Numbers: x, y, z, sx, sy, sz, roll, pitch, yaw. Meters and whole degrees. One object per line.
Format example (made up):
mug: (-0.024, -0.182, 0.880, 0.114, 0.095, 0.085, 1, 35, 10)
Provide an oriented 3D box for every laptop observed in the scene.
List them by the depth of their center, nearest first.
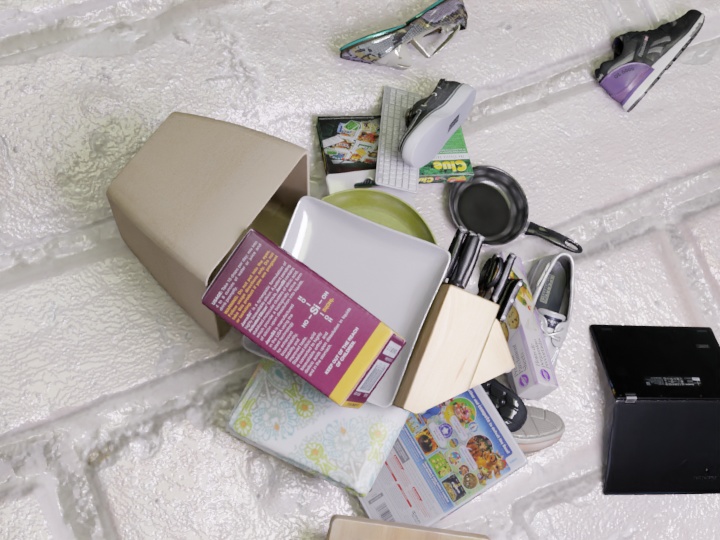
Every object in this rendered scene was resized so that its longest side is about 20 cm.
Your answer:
laptop: (0.404, 0.186, 1.561, 0.186, 0.116, 0.201, 2, 46, -14)

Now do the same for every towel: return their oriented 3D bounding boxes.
towel: (-0.044, 0.160, 1.401, 0.199, 0.048, 0.172, 23, 67, 15)

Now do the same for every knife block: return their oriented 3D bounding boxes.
knife block: (0.102, 0.052, 1.358, 0.199, 0.064, 0.176, -23, 96, -15)

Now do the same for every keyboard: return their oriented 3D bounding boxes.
keyboard: (0.052, -0.175, 1.519, 0.056, 0.011, 0.201, 9, 47, -4)

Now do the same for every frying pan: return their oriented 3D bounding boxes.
frying pan: (0.208, -0.083, 1.569, 0.189, 0.031, 0.116, 5, 72, -14)

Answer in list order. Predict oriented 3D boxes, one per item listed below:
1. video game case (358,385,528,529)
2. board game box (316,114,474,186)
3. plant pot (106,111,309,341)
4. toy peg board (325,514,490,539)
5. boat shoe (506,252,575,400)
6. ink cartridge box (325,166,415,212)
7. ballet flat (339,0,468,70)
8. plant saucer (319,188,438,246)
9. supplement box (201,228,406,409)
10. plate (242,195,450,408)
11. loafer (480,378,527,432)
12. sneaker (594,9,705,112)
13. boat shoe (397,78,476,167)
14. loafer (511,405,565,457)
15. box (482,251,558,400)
video game case: (0.083, 0.226, 1.398, 0.199, 0.018, 0.144, -34, 67, 6)
board game box: (0.046, -0.161, 1.540, 0.199, 0.024, 0.105, -3, 58, -14)
plant pot: (-0.188, -0.071, 1.385, 0.177, 0.200, 0.200, 32, 69, 11)
toy peg board: (0.050, 0.403, 1.327, 0.198, 0.098, 0.201, 11, 95, -12)
boat shoe: (0.240, 0.069, 1.519, 0.073, 0.065, 0.201, 14, 72, -11)
ink cartridge box: (0.018, -0.024, 1.485, 0.115, 0.068, 0.201, -7, 78, -16)
ballet flat: (0.068, -0.315, 1.580, 0.200, 0.072, 0.072, -29, 84, -18)
plant saucer: (0.000, 0.000, 1.417, 0.199, 0.031, 0.201, -1, 80, 5)
supplement box: (-0.060, 0.058, 1.298, 0.200, 0.131, 0.103, 35, 89, 11)
plate: (-0.016, 0.036, 1.375, 0.199, 0.032, 0.201, 22, 87, 11)
loafer: (0.122, 0.141, 1.457, 0.200, 0.070, 0.068, 32, 86, 23)
sneaker: (0.418, -0.327, 1.672, 0.087, 0.076, 0.200, 41, 69, 6)
boat shoe: (0.090, -0.196, 1.510, 0.056, 0.069, 0.200, 25, 38, 15)
loafer: (0.161, 0.217, 1.469, 0.199, 0.063, 0.072, -3, 34, -16)
box: (0.205, 0.069, 1.485, 0.039, 0.041, 0.201, 16, 49, -36)
